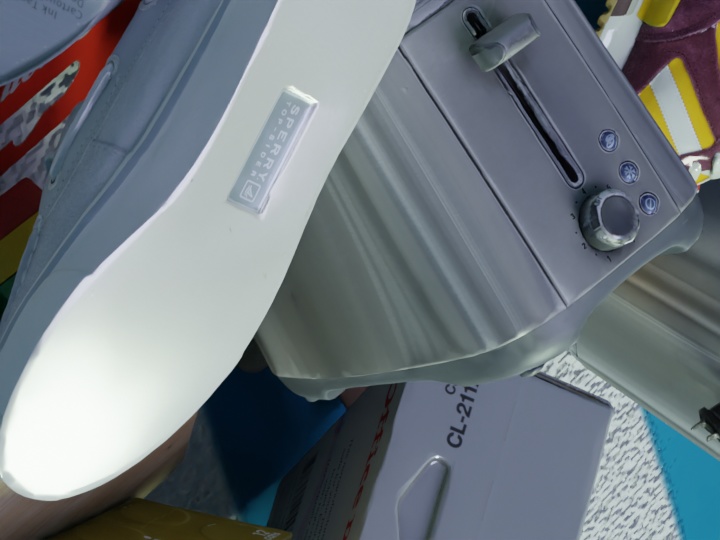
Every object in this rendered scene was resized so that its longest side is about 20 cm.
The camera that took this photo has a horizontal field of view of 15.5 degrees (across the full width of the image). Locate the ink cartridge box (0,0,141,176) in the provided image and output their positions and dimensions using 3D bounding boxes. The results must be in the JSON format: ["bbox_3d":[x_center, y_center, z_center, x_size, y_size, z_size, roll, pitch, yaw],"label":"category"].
[{"bbox_3d":[-0.066,-0.102,0.825,0.163,0.057,0.200,-50,162,-52],"label":"ink cartridge box"}]

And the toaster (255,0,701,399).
[{"bbox_3d":[0.011,-0.037,0.888,0.114,0.200,0.129,-36,104,-28],"label":"toaster"}]

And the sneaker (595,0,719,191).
[{"bbox_3d":[0.127,-0.050,1.133,0.201,0.090,0.075,-67,171,13],"label":"sneaker"}]

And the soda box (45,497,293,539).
[{"bbox_3d":[-0.095,0.132,0.877,0.200,0.068,0.064,-18,117,-65],"label":"soda box"}]

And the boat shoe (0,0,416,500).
[{"bbox_3d":[-0.060,-0.030,0.774,0.072,0.068,0.200,20,99,-44],"label":"boat shoe"}]

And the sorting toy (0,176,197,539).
[{"bbox_3d":[-0.144,0.067,0.878,0.200,0.070,0.199,-41,167,-24],"label":"sorting toy"}]

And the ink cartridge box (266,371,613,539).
[{"bbox_3d":[0.012,0.130,1.027,0.200,0.083,0.146,130,-20,-63],"label":"ink cartridge box"}]

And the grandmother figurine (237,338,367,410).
[{"bbox_3d":[0.000,0.000,1.056,0.121,0.061,0.200,-43,142,-8],"label":"grandmother figurine"}]

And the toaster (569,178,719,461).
[{"bbox_3d":[0.179,0.006,1.221,0.200,0.129,0.114,-36,139,-29],"label":"toaster"}]
